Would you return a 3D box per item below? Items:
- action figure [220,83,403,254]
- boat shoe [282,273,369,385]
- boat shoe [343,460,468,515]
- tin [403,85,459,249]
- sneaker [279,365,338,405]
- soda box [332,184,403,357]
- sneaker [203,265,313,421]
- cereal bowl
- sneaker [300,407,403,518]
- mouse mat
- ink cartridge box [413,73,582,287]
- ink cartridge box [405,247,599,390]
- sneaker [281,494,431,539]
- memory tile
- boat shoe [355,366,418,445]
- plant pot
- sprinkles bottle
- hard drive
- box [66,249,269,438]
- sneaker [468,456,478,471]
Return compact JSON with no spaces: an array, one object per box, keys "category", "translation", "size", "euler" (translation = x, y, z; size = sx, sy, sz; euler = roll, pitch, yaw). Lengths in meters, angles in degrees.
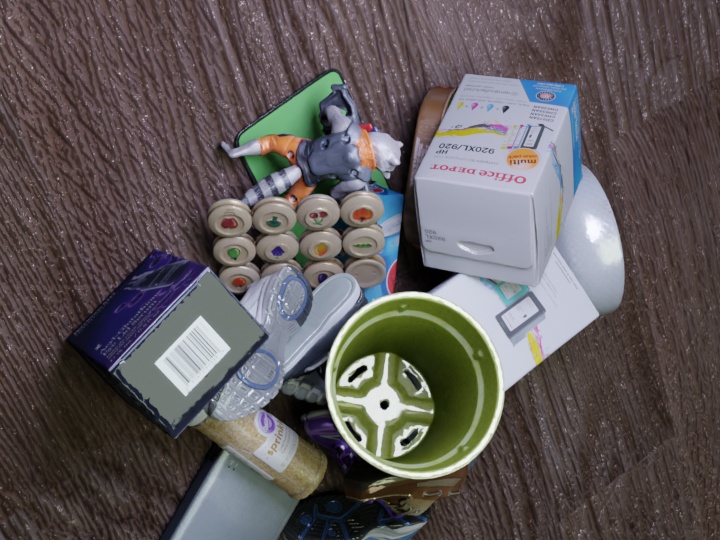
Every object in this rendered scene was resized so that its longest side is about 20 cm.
[{"category":"action figure","translation":[-0.038,-0.095,1.459],"size":[0.191,0.105,0.202],"euler":[-19,102,13]},{"category":"boat shoe","translation":[-0.068,0.091,1.480],"size":[0.199,0.076,0.061],"euler":[-39,131,-4]},{"category":"boat shoe","translation":[0.063,0.262,1.575],"size":[0.198,0.075,0.075],"euler":[-5,98,-43]},{"category":"tin","translation":[0.092,-0.125,1.583],"size":[0.112,0.041,0.203],"euler":[4,95,-73]},{"category":"sneaker","translation":[-0.078,0.088,1.548],"size":[0.198,0.075,0.117],"euler":[19,91,-35]},{"category":"soda box","translation":[0.000,0.000,1.573],"size":[0.067,0.064,0.203],"euler":[-3,107,-32]},{"category":"sneaker","translation":[-0.123,0.086,1.436],"size":[0.075,0.086,0.201],"euler":[49,50,-26]},{"category":"cereal bowl","translation":[0.262,-0.033,1.671],"size":[0.082,0.200,0.203],"euler":[-14,112,-11]},{"category":"sneaker","translation":[0.004,0.238,1.602],"size":[0.200,0.080,0.084],"euler":[41,49,-27]},{"category":"mouse mat","translation":[-0.051,-0.118,1.546],"size":[0.160,0.008,0.201],"euler":[-37,120,-19]},{"category":"ink cartridge box","translation":[0.165,-0.109,1.526],"size":[0.146,0.145,0.201],"euler":[78,29,-43]},{"category":"ink cartridge box","translation":[0.157,0.065,1.602],"size":[0.199,0.147,0.147],"euler":[-33,88,-31]},{"category":"sneaker","translation":[-0.007,0.334,1.663],"size":[0.197,0.076,0.078],"euler":[0,135,-19]},{"category":"memory tile","translation":[-0.069,-0.027,1.467],"size":[0.197,0.017,0.154],"euler":[-4,139,-2]},{"category":"boat shoe","translation":[0.046,0.190,1.662],"size":[0.062,0.074,0.202],"euler":[-29,113,-18]},{"category":"plant pot","translation":[0.043,0.143,1.474],"size":[0.197,0.184,0.203],"euler":[3,76,-11]},{"category":"sprinkles bottle","translation":[-0.129,0.191,1.521],"size":[0.200,0.068,0.069],"euler":[40,81,-26]},{"category":"hard drive","translation":[-0.169,0.321,1.578],"size":[0.139,0.033,0.201],"euler":[34,84,-36]},{"category":"box","translation":[-0.208,0.072,1.373],"size":[0.148,0.199,0.105],"euler":[-47,113,-14]},{"category":"sneaker","translation":[0.126,0.176,1.706],"size":[0.076,0.075,0.203],"euler":[15,86,-29]}]
